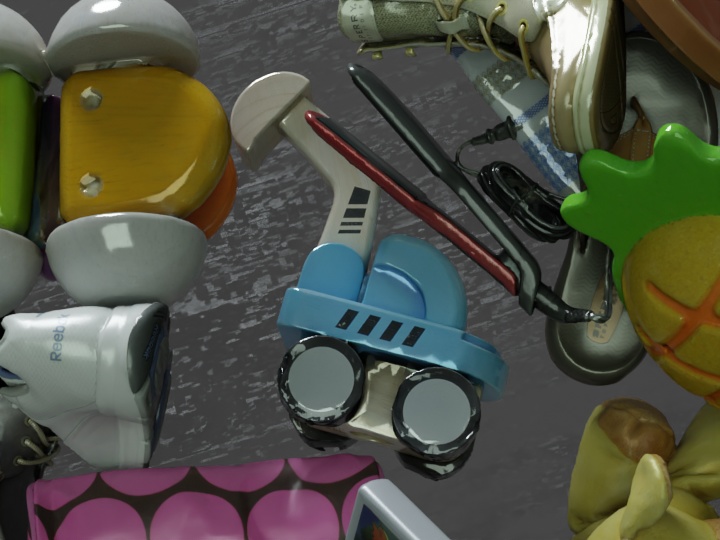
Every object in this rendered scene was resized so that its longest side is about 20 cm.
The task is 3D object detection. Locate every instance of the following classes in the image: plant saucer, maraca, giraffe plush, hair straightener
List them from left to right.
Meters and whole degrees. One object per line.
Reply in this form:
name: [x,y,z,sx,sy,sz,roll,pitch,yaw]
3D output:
hair straightener: [0.065,-0.047,0.757,0.200,0.041,0.077,42,102,12]
giraffe plush: [0.161,0.152,0.731,0.200,0.162,0.173,-22,85,4]
plant saucer: [0.176,-0.168,0.749,0.032,0.200,0.200,-39,82,36]
maraca: [0.188,0.002,0.706,0.137,0.107,0.200,-20,127,40]

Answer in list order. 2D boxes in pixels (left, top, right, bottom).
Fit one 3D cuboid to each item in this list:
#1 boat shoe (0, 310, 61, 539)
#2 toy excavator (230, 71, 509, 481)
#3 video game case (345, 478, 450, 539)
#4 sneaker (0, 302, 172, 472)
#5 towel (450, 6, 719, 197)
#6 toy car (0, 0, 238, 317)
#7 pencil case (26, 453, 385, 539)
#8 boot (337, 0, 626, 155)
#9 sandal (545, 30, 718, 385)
boat shoe: [-0.214,0.094,0.819,0.073,0.074,0.200,-19,86,5]
toy excavator: [0.000,0.000,0.804,0.194,0.100,0.200,15,74,7]
video game case: [0.045,0.228,0.658,0.200,0.022,0.182,40,127,41]
sneaker: [-0.147,0.060,0.756,0.087,0.200,0.075,9,64,-3]
towel: [0.148,-0.122,0.822,0.147,0.024,0.200,-39,82,5]
toy car: [-0.166,-0.051,0.780,0.200,0.150,0.175,-3,73,3]
pencil case: [-0.078,0.150,0.754,0.200,0.091,0.094,-4,65,-3]
boot: [0.064,-0.132,0.753,0.155,0.072,0.200,-3,47,11]
sandal: [0.147,-0.034,0.777,0.082,0.055,0.200,17,90,10]
